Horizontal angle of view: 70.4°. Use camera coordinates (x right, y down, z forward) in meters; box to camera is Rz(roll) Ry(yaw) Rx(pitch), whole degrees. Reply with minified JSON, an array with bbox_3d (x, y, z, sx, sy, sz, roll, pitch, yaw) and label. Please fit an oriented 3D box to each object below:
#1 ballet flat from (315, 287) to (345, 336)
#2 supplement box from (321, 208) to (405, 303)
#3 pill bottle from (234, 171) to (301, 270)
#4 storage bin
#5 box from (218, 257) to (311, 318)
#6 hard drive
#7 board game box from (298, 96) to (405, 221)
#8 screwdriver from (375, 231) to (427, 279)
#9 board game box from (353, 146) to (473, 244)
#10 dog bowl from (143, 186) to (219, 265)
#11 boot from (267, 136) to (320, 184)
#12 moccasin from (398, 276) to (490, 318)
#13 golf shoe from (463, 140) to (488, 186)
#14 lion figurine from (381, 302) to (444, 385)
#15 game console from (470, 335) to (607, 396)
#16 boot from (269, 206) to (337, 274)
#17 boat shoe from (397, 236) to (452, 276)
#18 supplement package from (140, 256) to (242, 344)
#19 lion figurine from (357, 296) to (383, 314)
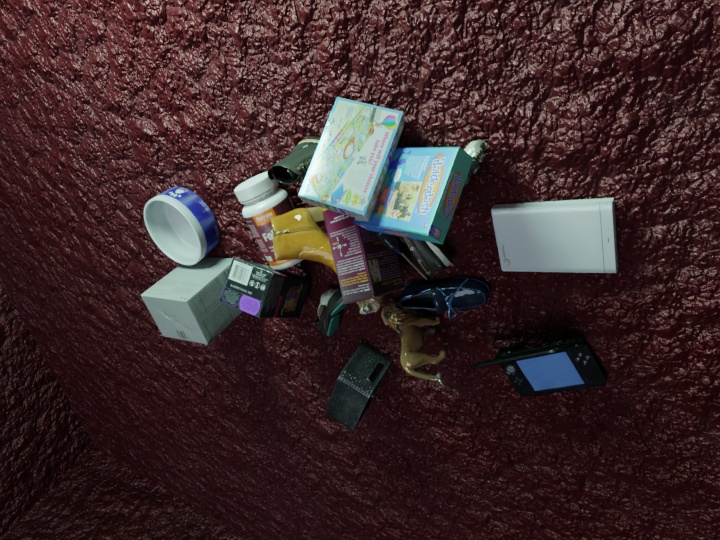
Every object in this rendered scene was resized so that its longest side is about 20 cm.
[{"bbox_3d":[-0.072,0.091,1.266,0.068,0.068,0.201,44,137,15],"label":"ballet flat"},{"bbox_3d":[0.007,-0.045,1.025,0.085,0.110,0.202,-14,89,40],"label":"supplement box"},{"bbox_3d":[-0.197,-0.113,1.159,0.113,0.114,0.201,-7,119,37],"label":"pill bottle"},{"bbox_3d":[-0.007,0.304,1.329,0.093,0.135,0.201,29,134,12],"label":"storage bin"},{"bbox_3d":[-0.223,0.046,1.227,0.121,0.200,0.107,20,91,20],"label":"box"},{"bbox_3d":[0.339,-0.058,0.898,0.198,0.027,0.133,2,123,34],"label":"hard drive"},{"bbox_3d":[-0.014,-0.202,0.918,0.133,0.202,0.034,18,171,17],"label":"board game box"},{"bbox_3d":[0.086,-0.027,1.036,0.200,0.029,0.028,48,-176,-43],"label":"screwdriver"},{"bbox_3d":[0.085,-0.136,0.888,0.045,0.154,0.199,24,176,-38],"label":"board game box"},{"bbox_3d":[-0.480,-0.119,1.374,0.198,0.079,0.202,18,131,22],"label":"dog bowl"},{"bbox_3d":[-0.067,-0.204,0.984,0.198,0.138,0.078,1,123,32],"label":"boot"},{"bbox_3d":[0.173,0.065,1.073,0.198,0.068,0.081,-9,117,38],"label":"moccasin"},{"bbox_3d":[0.142,-0.169,0.917,0.097,0.078,0.200,44,135,6],"label":"golf shoe"},{"bbox_3d":[0.114,0.158,1.117,0.121,0.202,0.073,4,140,-12],"label":"lion figurine"},{"bbox_3d":[0.356,0.207,1.023,0.199,0.116,0.177,-22,108,43],"label":"game console"},{"bbox_3d":[-0.108,-0.038,1.082,0.071,0.143,0.203,109,141,-70],"label":"boot"},{"bbox_3d":[0.100,-0.075,1.007,0.060,0.072,0.202,-36,101,23],"label":"boat shoe"},{"bbox_3d":[-0.445,0.076,1.411,0.189,0.200,0.148,5,126,32],"label":"supplement package"},{"bbox_3d":[0.000,0.000,1.154,0.122,0.072,0.202,-27,91,57],"label":"lion figurine"}]
